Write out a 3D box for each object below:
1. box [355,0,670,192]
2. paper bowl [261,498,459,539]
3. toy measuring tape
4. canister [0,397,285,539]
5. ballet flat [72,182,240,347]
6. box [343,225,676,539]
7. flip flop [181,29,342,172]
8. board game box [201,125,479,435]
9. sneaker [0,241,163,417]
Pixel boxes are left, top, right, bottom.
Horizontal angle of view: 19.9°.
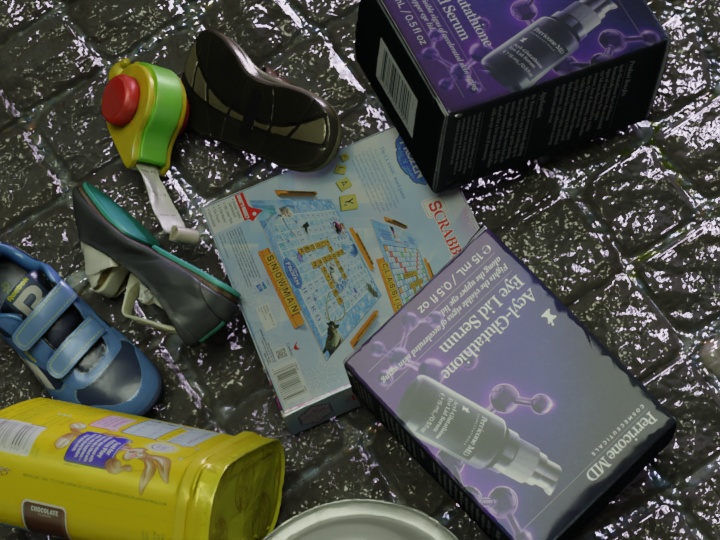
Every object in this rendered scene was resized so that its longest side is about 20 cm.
[{"bbox_3d":[0.117,-0.173,1.597,0.199,0.105,0.149,-21,61,-17],"label":"box"},{"bbox_3d":[-0.003,0.258,1.438,0.199,0.105,0.202,-3,65,7],"label":"paper bowl"},{"bbox_3d":[-0.161,-0.109,1.653,0.073,0.074,0.201,-26,50,-4],"label":"toy measuring tape"},{"bbox_3d":[-0.173,0.154,1.497,0.198,0.148,0.087,10,100,18],"label":"canister"},{"bbox_3d":[-0.177,0.000,1.611,0.073,0.073,0.199,-46,54,-13],"label":"ballet flat"},{"bbox_3d":[0.106,0.096,1.471,0.148,0.104,0.200,-44,77,-8],"label":"box"},{"bbox_3d":[-0.078,-0.134,1.665,0.199,0.057,0.082,29,104,39],"label":"flip flop"},{"bbox_3d":[0.000,0.000,1.599,0.198,0.041,0.201,-22,62,-2],"label":"board game box"},{"bbox_3d":[-0.239,0.048,1.596,0.199,0.082,0.074,36,73,21],"label":"sneaker"}]
